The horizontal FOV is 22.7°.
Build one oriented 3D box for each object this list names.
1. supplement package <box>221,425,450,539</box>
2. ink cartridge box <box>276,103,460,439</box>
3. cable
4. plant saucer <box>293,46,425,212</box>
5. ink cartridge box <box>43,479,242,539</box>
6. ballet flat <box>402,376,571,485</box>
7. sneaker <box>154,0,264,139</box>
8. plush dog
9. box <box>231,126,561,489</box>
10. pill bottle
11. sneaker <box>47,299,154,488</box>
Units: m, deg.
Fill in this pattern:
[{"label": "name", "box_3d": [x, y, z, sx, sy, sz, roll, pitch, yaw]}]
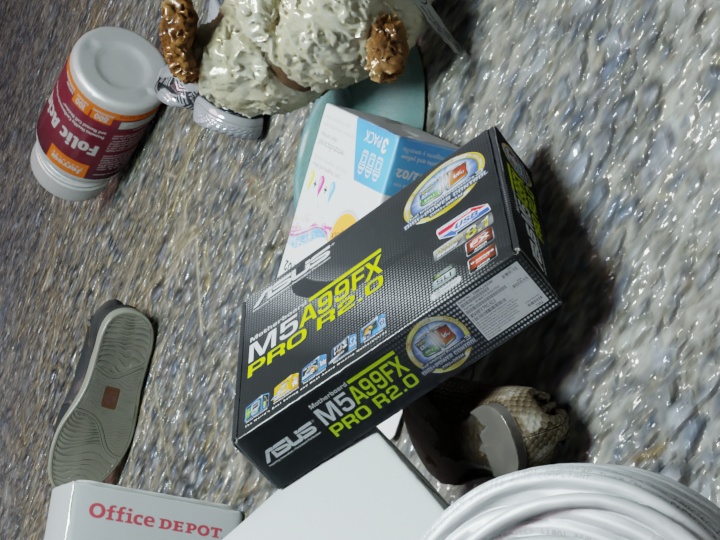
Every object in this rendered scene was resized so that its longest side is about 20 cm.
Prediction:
[{"label": "supplement package", "box_3d": [0.021, 0.184, 0.947, 0.117, 0.117, 0.200, -43, 24, -2]}, {"label": "ink cartridge box", "box_3d": [0.000, 0.000, 1.210, 0.115, 0.068, 0.201, 31, 108, 60]}, {"label": "cable", "box_3d": [0.098, 0.182, 0.761, 0.200, 0.069, 0.201, 26, 105, 30]}, {"label": "plant saucer", "box_3d": [-0.012, -0.085, 1.344, 0.201, 0.039, 0.202, -168, 90, -68]}, {"label": "ink cartridge box", "box_3d": [-0.185, 0.280, 1.427, 0.086, 0.147, 0.201, -26, 53, 62]}, {"label": "ballet flat", "box_3d": [0.071, 0.089, 1.040, 0.068, 0.046, 0.200, 70, 163, -2]}, {"label": "sneaker", "box_3d": [-0.128, -0.195, 1.659, 0.200, 0.075, 0.115, 37, 112, 62]}, {"label": "plush dog", "box_3d": [-0.042, -0.164, 1.241, 0.171, 0.200, 0.161, -31, 60, 36]}, {"label": "box", "box_3d": [0.016, 0.019, 1.040, 0.200, 0.044, 0.160, -34, 25, 17]}, {"label": "pill bottle", "box_3d": [-0.298, -0.171, 2.014, 0.200, 0.114, 0.115, 129, 147, -49]}, {"label": "sneaker", "box_3d": [-0.267, 0.129, 1.840, 0.201, 0.075, 0.106, -67, 17, 1]}]
